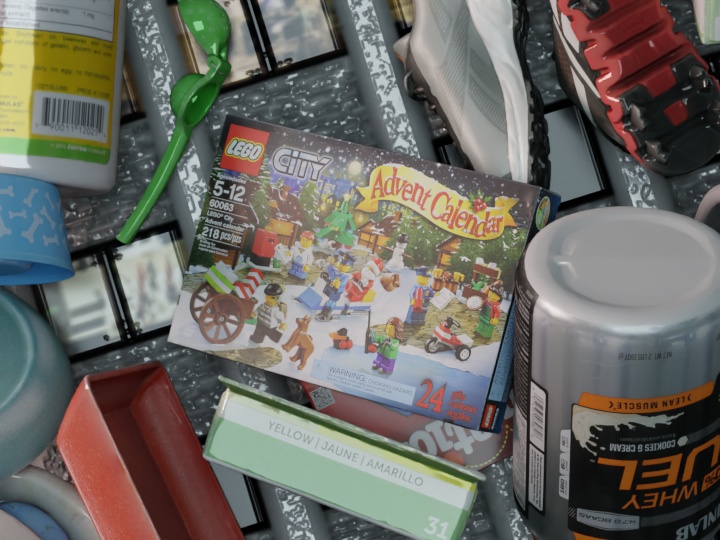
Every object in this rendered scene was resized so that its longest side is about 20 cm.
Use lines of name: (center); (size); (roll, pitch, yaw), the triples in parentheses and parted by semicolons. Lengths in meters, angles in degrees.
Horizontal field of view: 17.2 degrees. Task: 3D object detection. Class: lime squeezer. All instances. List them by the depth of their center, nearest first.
lime squeezer: (-0.110, -0.116, 1.379); (0.070, 0.038, 0.201); (-1, 88, 0)

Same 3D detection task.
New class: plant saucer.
plant saucer: (-0.100, 0.149, 1.287); (0.037, 0.200, 0.200); (-25, 88, 7)
plant saucer: (-0.257, 0.053, 1.304); (0.199, 0.200, 0.027); (6, 128, 0)

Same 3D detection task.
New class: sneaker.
sneaker: (0.137, -0.148, 1.345); (0.071, 0.098, 0.201); (-27, 102, -13)
sneaker: (0.064, -0.101, 1.369); (0.079, 0.074, 0.201); (-11, 82, 9)

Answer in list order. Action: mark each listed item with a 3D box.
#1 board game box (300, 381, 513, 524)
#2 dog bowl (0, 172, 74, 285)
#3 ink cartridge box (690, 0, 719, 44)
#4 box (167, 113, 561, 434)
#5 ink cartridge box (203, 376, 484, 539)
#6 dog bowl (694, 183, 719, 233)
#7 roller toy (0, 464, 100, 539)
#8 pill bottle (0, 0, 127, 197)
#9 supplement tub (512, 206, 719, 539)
board game box: (0.072, 0.058, 1.381); (0.200, 0.019, 0.103); (-26, 88, -1)
dog bowl: (-0.254, -0.025, 1.289); (0.199, 0.111, 0.050); (2, 82, -7)
ink cartridge box: (0.192, -0.244, 1.285); (0.048, 0.200, 0.146); (-6, 47, 0)
box: (0.000, 0.000, 1.332); (0.199, 0.038, 0.137); (14, 90, 24)
ink cartridge box: (-0.010, 0.103, 1.261); (0.145, 0.200, 0.048); (20, 88, 2)
dog bowl: (0.230, 0.037, 1.289); (0.058, 0.200, 0.201); (-7, 87, -8)
roller toy: (-0.205, 0.204, 1.290); (0.182, 0.140, 0.201); (-9, 102, 32)
pill bottle: (-0.187, -0.146, 1.343); (0.111, 0.111, 0.201); (3, 87, 0)
supplement tub: (0.143, 0.077, 1.293); (0.122, 0.123, 0.201); (-3, 124, 0)
